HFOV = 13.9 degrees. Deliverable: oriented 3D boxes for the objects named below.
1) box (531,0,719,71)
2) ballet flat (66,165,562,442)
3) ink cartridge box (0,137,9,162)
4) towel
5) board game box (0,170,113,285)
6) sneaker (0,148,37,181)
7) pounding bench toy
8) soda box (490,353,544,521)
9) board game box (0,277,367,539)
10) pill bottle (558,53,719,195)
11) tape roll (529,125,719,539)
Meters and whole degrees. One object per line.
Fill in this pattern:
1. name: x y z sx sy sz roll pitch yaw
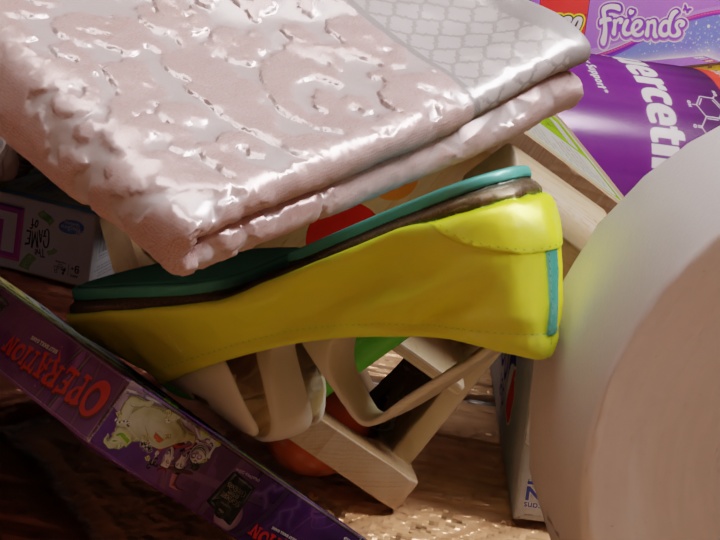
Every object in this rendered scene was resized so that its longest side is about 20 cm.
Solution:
1. box: 0.150 -0.072 1.421 0.200 0.137 0.039 1 18 -26
2. ballet flat: -0.016 0.019 0.937 0.200 0.067 0.067 -14 3 40
3. ink cartridge box: -0.239 -0.066 1.124 0.200 0.117 0.067 32 17 -5
4. towel: -0.055 -0.086 0.954 0.191 0.032 0.200 -23 49 -39
5. board game box: -0.140 -0.045 1.365 0.134 0.034 0.200 14 17 18
6. sneaker: -0.091 -0.077 1.258 0.200 0.075 0.115 -1 10 31
7. pounding bench toy: 0.000 0.000 1.053 0.124 0.156 0.200 35 10 -20
8. soda box: 0.088 0.034 1.154 0.063 0.068 0.200 6 16 -2
9. board game box: -0.091 0.041 1.016 0.120 0.032 0.200 42 -7 -36
10. pill bottle: 0.121 -0.038 1.323 0.200 0.113 0.112 5 16 -25
11. tape roll: 0.154 0.050 0.906 0.202 0.203 0.071 4 17 -13
